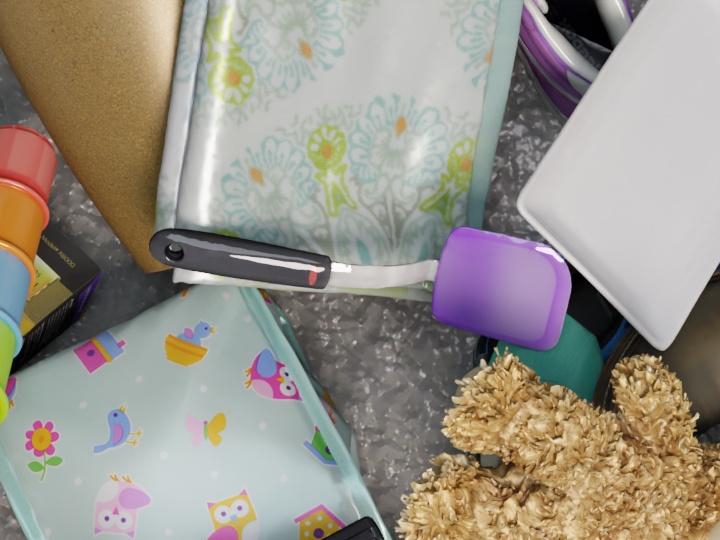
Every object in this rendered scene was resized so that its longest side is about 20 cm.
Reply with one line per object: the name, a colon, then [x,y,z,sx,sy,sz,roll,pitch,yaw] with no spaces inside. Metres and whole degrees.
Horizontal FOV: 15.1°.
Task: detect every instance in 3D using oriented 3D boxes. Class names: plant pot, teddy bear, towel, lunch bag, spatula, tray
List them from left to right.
plant pot: [-0.092,-0.108,1.370,0.186,0.186,0.201,-17,94,0]
lunch bag: [-0.077,0.123,1.346,0.170,0.122,0.200,-27,74,-3]
towel: [-0.008,-0.085,1.310,0.171,0.048,0.201,3,100,-33]
spatula: [0.000,0.000,1.271,0.199,0.021,0.057,7,119,-10]
teddy bear: [0.112,0.105,1.239,0.200,0.067,0.145,37,87,-28]
tray: [0.153,-0.065,1.333,0.107,0.022,0.200,43,60,-15]

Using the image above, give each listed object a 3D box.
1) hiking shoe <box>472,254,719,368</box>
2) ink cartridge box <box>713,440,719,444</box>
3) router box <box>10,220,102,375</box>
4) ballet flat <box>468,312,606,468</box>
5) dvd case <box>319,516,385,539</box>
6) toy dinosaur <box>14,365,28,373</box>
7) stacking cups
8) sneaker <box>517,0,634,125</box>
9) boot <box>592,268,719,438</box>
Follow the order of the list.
hiking shoe: [0.146,0.004,1.371,0.200,0.087,0.074,-39,81,-4]
ink cartridge box: [0.227,0.143,1.348,0.200,0.076,0.148,-28,80,-1]
router box: [-0.257,-0.011,1.376,0.200,0.052,0.157,42,54,8]
ballet flat: [0.077,0.117,1.298,0.067,0.070,0.201,13,96,6]
dvd case: [-0.038,0.197,1.282,0.142,0.200,0.018,-28,57,-6]
toy dinosaur: [-0.265,0.065,1.406,0.200,0.060,0.106,-32,108,-4]
stacking cups: [-0.191,0.013,1.318,0.060,0.061,0.200,4,53,3]
sneaker: [0.083,-0.168,1.391,0.073,0.114,0.201,-38,79,-3]
boot: [0.204,0.032,1.314,0.200,0.097,0.075,-32,107,-34]
